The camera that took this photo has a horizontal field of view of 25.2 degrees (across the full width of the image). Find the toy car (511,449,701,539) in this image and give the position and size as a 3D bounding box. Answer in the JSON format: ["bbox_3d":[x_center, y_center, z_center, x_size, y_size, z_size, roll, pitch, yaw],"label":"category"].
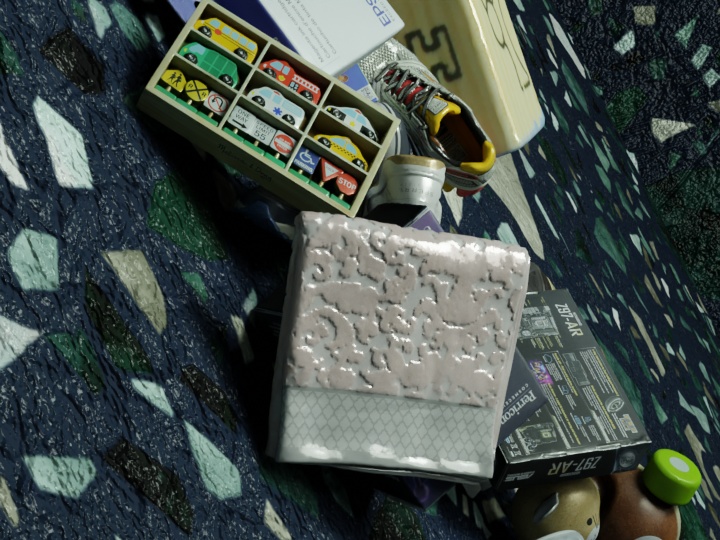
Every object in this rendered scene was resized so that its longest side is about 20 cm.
[{"bbox_3d":[0.210,0.245,1.566,0.157,0.166,0.199,38,29,24],"label":"toy car"}]

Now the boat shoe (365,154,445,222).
[{"bbox_3d":[0.037,-0.041,1.433,0.200,0.070,0.070,90,5,-75],"label":"boat shoe"}]

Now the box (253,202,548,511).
[{"bbox_3d":[0.034,0.069,1.316,0.201,0.148,0.104,55,-17,-16],"label":"box"}]

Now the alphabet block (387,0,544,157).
[{"bbox_3d":[0.066,-0.206,1.701,0.195,0.194,0.202,-40,112,-73],"label":"alphabet block"}]

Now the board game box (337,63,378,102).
[{"bbox_3d":[-0.060,-0.223,1.557,0.201,0.044,0.134,60,-12,4],"label":"board game box"}]

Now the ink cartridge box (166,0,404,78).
[{"bbox_3d":[-0.078,-0.253,1.432,0.197,0.043,0.200,52,44,-3],"label":"ink cartridge box"}]

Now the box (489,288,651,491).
[{"bbox_3d":[0.166,0.110,1.549,0.158,0.044,0.201,-5,48,-24],"label":"box"}]

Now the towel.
[{"bbox_3d":[0.030,0.062,1.241,0.198,0.032,0.194,9,90,-25],"label":"towel"}]

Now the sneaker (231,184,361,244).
[{"bbox_3d":[-0.046,-0.076,1.399,0.076,0.086,0.200,27,15,14],"label":"sneaker"}]

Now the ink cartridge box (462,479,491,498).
[{"bbox_3d":[0.138,0.148,1.647,0.117,0.066,0.200,62,19,2],"label":"ink cartridge box"}]

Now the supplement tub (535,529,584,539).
[{"bbox_3d":[0.174,0.339,1.396,0.122,0.122,0.202,13,51,-66],"label":"supplement tub"}]

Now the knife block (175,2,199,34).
[{"bbox_3d":[-0.093,-0.183,1.497,0.200,0.064,0.177,42,28,-46],"label":"knife block"}]

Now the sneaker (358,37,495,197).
[{"bbox_3d":[0.061,-0.163,1.559,0.200,0.078,0.082,44,-14,-2],"label":"sneaker"}]

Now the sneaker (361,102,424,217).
[{"bbox_3d":[0.031,-0.097,1.526,0.201,0.078,0.079,107,-34,-61],"label":"sneaker"}]

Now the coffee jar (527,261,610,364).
[{"bbox_3d":[0.226,0.082,1.943,0.200,0.085,0.105,48,23,-35],"label":"coffee jar"}]

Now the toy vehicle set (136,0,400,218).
[{"bbox_3d":[-0.073,-0.130,1.337,0.199,0.027,0.125,31,50,-8],"label":"toy vehicle set"}]
